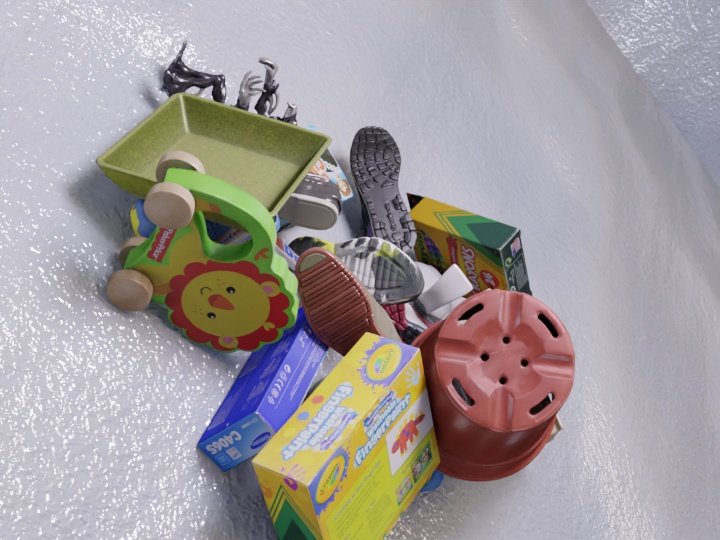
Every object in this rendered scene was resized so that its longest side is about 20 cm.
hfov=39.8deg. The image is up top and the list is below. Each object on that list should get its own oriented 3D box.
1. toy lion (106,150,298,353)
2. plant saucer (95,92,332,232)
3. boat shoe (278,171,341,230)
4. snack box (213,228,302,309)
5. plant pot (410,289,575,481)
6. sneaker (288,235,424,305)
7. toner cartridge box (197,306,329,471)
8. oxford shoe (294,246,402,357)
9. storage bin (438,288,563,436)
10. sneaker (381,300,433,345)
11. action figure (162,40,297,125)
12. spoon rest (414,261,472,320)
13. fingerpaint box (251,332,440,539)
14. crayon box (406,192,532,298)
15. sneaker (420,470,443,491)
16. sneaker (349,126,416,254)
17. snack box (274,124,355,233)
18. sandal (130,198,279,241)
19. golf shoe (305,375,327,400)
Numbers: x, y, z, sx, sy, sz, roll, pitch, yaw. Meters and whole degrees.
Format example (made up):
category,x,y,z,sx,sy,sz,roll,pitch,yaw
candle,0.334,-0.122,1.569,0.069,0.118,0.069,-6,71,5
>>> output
category,x,y,z,sx,sy,sz,roll,pitch,yaw
toy lion,-0.144,0.000,1.001,0.190,0.201,0.069,22,41,-15
plant saucer,-0.154,-0.112,1.080,0.197,0.048,0.200,18,35,9
boat shoe,-0.118,-0.101,1.186,0.197,0.067,0.057,16,44,-9
snack box,-0.086,0.019,1.126,0.200,0.071,0.024,45,20,-39
plant pot,0.142,0.119,1.099,0.196,0.198,0.203,97,-28,-71
sneaker,0.000,0.000,1.203,0.084,0.198,0.075,25,81,-55
toner cartridge box,-0.092,0.116,1.056,0.043,0.095,0.201,47,35,-14
oxford shoe,-0.010,0.050,1.083,0.201,0.070,0.074,60,14,-25
storage bin,0.179,0.146,1.305,0.200,0.093,0.201,57,9,-75
sneaker,0.040,0.056,1.304,0.201,0.080,0.075,56,17,-16
action figure,-0.140,-0.206,1.209,0.198,0.103,0.119,27,19,-10
spoon rest,0.095,0.028,1.343,0.100,0.060,0.200,53,-9,-2
fingerpaint box,-0.008,0.193,1.005,0.200,0.073,0.168,-47,137,-38
crayon box,0.139,-0.024,1.394,0.051,0.199,0.128,-43,135,-27
sneaker,0.050,0.176,1.229,0.078,0.065,0.202,12,53,-62
sneaker,0.020,-0.100,1.398,0.075,0.088,0.203,-5,70,-14
snack box,-0.093,-0.120,1.302,0.117,0.037,0.200,59,33,1
sandal,-0.166,-0.056,1.110,0.199,0.087,0.080,3,62,-50
golf shoe,-0.032,0.172,1.093,0.075,0.091,0.201,48,35,-16
